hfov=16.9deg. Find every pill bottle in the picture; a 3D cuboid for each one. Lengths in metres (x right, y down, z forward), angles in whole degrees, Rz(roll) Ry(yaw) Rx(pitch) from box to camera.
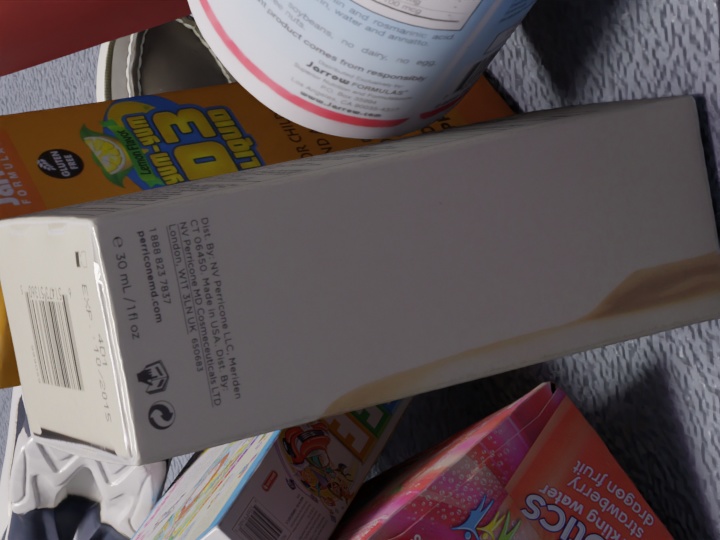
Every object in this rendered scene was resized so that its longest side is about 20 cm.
[{"bbox_3d":[0.025,-0.134,0.725,0.200,0.108,0.109,-52,53,52],"label":"pill bottle"}]

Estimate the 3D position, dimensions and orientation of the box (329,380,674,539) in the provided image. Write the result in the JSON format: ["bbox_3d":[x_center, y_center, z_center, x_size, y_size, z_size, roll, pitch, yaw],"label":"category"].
[{"bbox_3d":[0.024,0.123,0.834,0.103,0.094,0.200,54,154,0],"label":"box"}]

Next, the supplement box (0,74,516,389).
[{"bbox_3d":[-0.042,-0.020,0.821,0.067,0.199,0.069,55,147,41],"label":"supplement box"}]

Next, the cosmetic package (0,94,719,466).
[{"bbox_3d":[0.000,0.000,0.738,0.105,0.199,0.072,1,103,66],"label":"cosmetic package"}]

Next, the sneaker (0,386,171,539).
[{"bbox_3d":[-0.118,0.090,1.027,0.130,0.079,0.200,-75,0,-48],"label":"sneaker"}]

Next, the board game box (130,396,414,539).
[{"bbox_3d":[-0.043,0.086,0.853,0.034,0.200,0.134,43,121,-5],"label":"board game box"}]

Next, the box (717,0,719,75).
[{"bbox_3d":[0.137,-0.090,0.596,0.143,0.036,0.201,25,122,61],"label":"box"}]

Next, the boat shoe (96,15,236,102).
[{"bbox_3d":[-0.053,-0.018,1.008,0.060,0.072,0.203,-16,93,69],"label":"boat shoe"}]

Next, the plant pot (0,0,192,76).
[{"bbox_3d":[-0.083,-0.175,0.872,0.200,0.176,0.202,40,137,54],"label":"plant pot"}]
